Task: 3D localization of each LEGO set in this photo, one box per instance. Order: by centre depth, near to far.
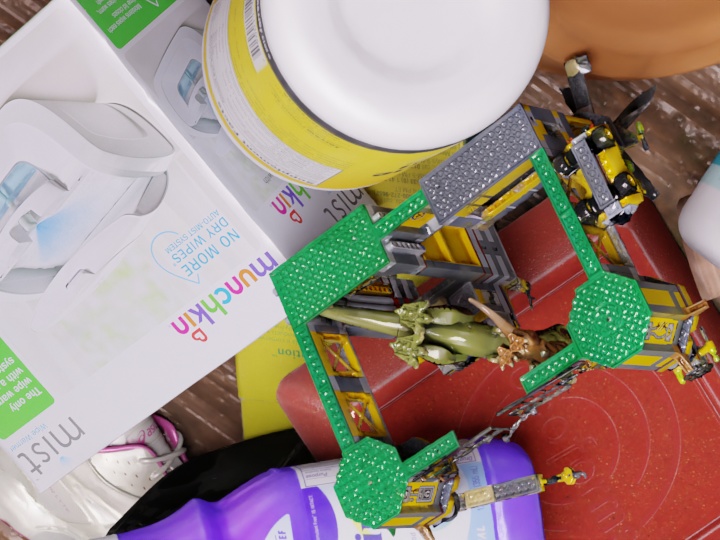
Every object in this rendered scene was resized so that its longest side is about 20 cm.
[{"bbox_3d":[0.068,0.019,1.068,0.200,0.116,0.154,-44,62,26],"label":"LEGO set"}]

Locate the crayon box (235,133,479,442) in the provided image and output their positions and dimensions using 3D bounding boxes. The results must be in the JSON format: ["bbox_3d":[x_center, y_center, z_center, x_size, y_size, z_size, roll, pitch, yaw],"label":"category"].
[{"bbox_3d":[0.000,0.000,1.237,0.127,0.051,0.201,7,117,17],"label":"crayon box"}]

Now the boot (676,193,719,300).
[{"bbox_3d":[0.247,0.028,1.153,0.155,0.077,0.201,-17,100,22],"label":"boot"}]

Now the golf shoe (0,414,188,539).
[{"bbox_3d":[-0.110,0.124,1.330,0.200,0.075,0.092,30,119,3],"label":"golf shoe"}]

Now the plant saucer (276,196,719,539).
[{"bbox_3d":[0.095,0.083,1.189,0.200,0.037,0.200,-34,103,-6],"label":"plant saucer"}]

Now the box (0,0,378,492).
[{"bbox_3d":[-0.124,-0.025,1.185,0.200,0.097,0.177,-35,99,32],"label":"box"}]

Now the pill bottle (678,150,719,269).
[{"bbox_3d":[0.227,-0.070,1.052,0.111,0.111,0.200,33,92,2],"label":"pill bottle"}]

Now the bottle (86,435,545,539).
[{"bbox_3d":[-0.020,0.126,1.119,0.199,0.065,0.084,-8,91,-10],"label":"bottle"}]

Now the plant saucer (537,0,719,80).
[{"bbox_3d":[0.131,-0.148,1.055,0.199,0.038,0.200,-9,139,-8],"label":"plant saucer"}]

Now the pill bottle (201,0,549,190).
[{"bbox_3d":[-0.003,-0.092,1.024,0.112,0.200,0.112,1,85,-13],"label":"pill bottle"}]

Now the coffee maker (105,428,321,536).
[{"bbox_3d":[-0.032,0.184,1.255,0.134,0.192,0.200,-22,103,9],"label":"coffee maker"}]
